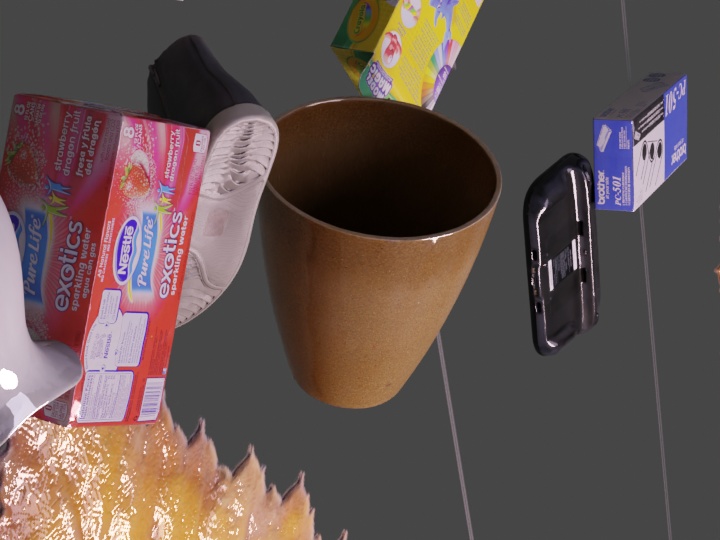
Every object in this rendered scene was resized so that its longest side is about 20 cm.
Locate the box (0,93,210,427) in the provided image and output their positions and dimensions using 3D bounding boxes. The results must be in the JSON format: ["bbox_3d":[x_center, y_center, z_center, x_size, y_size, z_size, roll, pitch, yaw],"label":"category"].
[{"bbox_3d":[-0.177,-0.006,1.313,0.099,0.095,0.202,3,99,-60],"label":"box"}]

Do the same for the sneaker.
[{"bbox_3d":[-0.124,-0.058,1.415,0.074,0.107,0.201,5,127,-37],"label":"sneaker"}]

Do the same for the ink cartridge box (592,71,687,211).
[{"bbox_3d":[0.285,-0.133,2.066,0.200,0.044,0.095,-37,128,-60],"label":"ink cartridge box"}]

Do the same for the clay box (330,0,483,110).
[{"bbox_3d":[0.041,-0.205,1.654,0.201,0.047,0.115,-63,147,-20],"label":"clay box"}]

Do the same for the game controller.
[{"bbox_3d":[0.199,-0.014,2.015,0.104,0.042,0.202,-31,127,-34],"label":"game controller"}]

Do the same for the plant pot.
[{"bbox_3d":[0.000,0.000,1.565,0.186,0.185,0.201,-40,149,-46],"label":"plant pot"}]

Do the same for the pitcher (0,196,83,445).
[{"bbox_3d":[-0.257,0.030,1.154,0.172,0.120,0.201,-58,139,-38],"label":"pitcher"}]
